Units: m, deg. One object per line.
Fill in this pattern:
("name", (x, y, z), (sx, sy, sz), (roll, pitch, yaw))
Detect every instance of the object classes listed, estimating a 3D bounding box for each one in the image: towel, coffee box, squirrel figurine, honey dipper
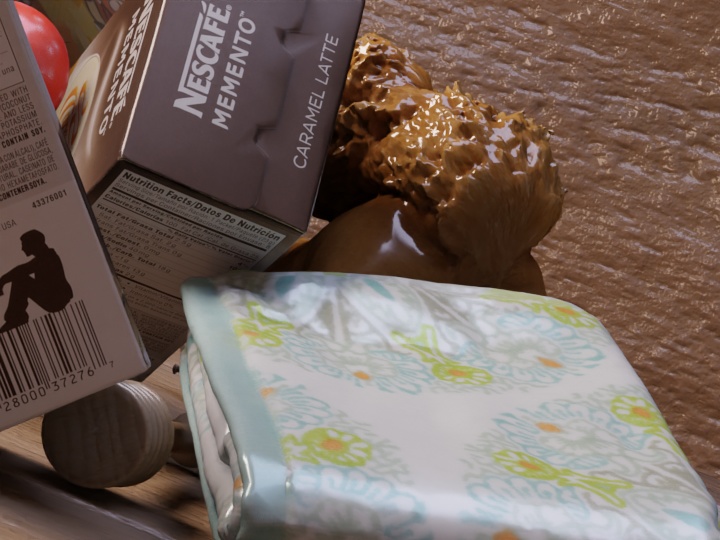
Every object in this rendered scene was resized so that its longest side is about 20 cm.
("towel", (0.026, 0.056, 0.908), (0.171, 0.048, 0.200), (6, 22, -12))
("coffee box", (-0.085, -0.036, 1.046), (0.080, 0.114, 0.200), (23, -32, -18))
("squirrel figurine", (0.000, 0.000, 1.123), (0.141, 0.200, 0.187), (15, 4, -27))
("honey dipper", (-0.077, 0.059, 0.951), (0.038, 0.038, 0.200), (23, -1, 6))
("coffee box", (-0.145, -0.054, 0.819), (0.080, 0.200, 0.113), (-23, 13, -12))

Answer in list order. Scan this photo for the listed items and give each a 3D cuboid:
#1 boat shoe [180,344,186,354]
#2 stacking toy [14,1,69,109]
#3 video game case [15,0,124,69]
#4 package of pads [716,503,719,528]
("boat shoe", (-0.016, 0.064, 1.292), (0.068, 0.072, 0.200), (28, 7, -45))
("stacking toy", (-0.173, -0.053, 1.074), (0.085, 0.085, 0.200), (22, -26, -20))
("video game case", (-0.124, -0.139, 1.125), (0.200, 0.023, 0.182), (46, -29, 11))
("package of pads", (0.138, 0.132, 0.987), (0.200, 0.068, 0.154), (25, 3, 37))
